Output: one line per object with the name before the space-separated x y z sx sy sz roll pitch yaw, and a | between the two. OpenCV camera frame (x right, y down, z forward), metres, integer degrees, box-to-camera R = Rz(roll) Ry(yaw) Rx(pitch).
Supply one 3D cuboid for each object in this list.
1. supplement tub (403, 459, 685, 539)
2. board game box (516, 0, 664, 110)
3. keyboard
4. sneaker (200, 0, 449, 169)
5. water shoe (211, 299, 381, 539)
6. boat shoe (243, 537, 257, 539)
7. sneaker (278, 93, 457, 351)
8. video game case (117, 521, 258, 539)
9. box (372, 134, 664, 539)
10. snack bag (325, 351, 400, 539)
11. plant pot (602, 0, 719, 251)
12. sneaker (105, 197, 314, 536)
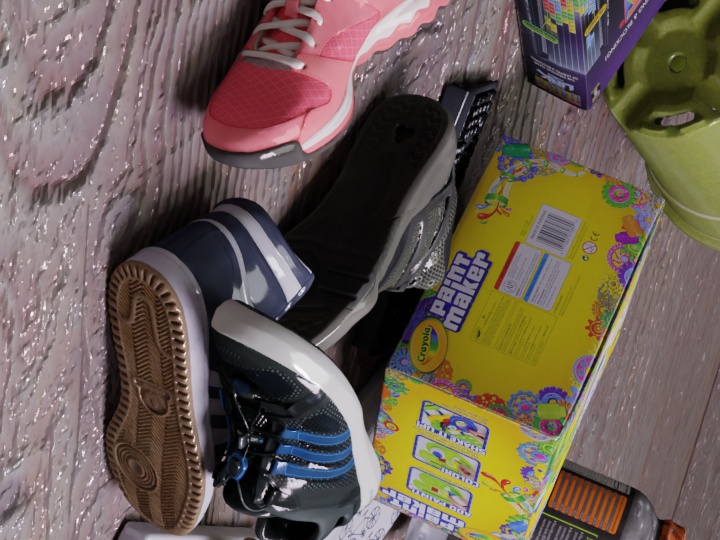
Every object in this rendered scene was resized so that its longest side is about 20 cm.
supplement tub | 0.143 0.205 1.705 0.123 0.199 0.123 23 90 -85
board game box | 0.179 -0.233 1.486 0.200 0.057 0.165 -55 157 -18
keyboard | 0.049 -0.027 1.458 0.104 0.040 0.201 -19 132 -62
sneaker | -0.026 -0.135 1.140 0.200 0.074 0.087 -53 144 -34
water shoe | -0.041 0.093 1.161 0.079 0.071 0.200 -51 147 -17
boat shoe | -0.076 0.247 1.414 0.065 0.073 0.200 -37 146 -28
sneaker | 0.000 0.000 1.326 0.200 0.076 0.114 -58 153 -27
video game case | -0.137 0.244 1.380 0.183 0.022 0.200 -63 159 2
box | 0.102 0.056 1.488 0.193 0.122 0.200 97 18 -58
snack bag | -0.006 0.161 1.583 0.189 0.021 0.200 -49 155 -29
plant pot | 0.275 -0.133 1.689 0.190 0.200 0.201 27 91 -56
sneaker | -0.082 0.051 1.208 0.108 0.070 0.201 -41 148 -39
